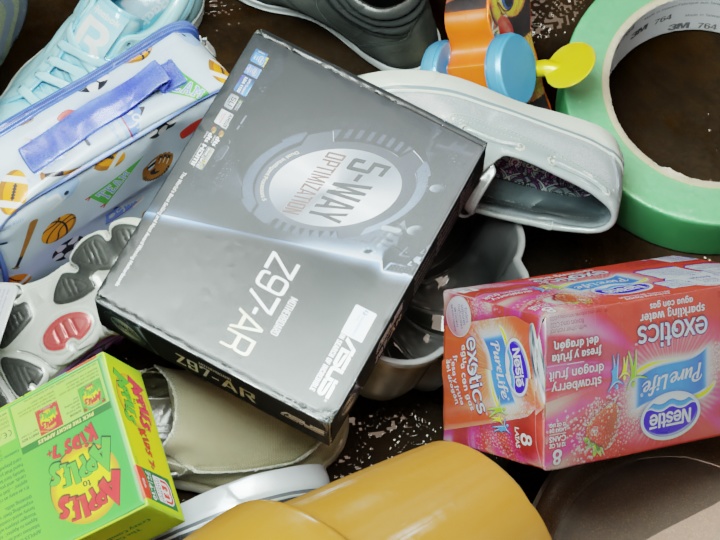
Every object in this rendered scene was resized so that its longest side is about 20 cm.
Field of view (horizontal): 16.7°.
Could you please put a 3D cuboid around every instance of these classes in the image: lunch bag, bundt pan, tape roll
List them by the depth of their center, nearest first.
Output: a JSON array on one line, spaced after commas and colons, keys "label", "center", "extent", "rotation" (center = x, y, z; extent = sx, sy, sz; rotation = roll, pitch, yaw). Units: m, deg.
[{"label": "lunch bag", "center": [-0.162, -0.071, 1.536], "extent": [0.199, 0.161, 0.076], "rotation": [-34, 72, -16]}, {"label": "bundt pan", "center": [0.000, 0.000, 1.540], "extent": [0.200, 0.076, 0.203], "rotation": [9, 49, -11]}, {"label": "tape roll", "center": [0.231, -0.111, 1.638], "extent": [0.199, 0.048, 0.202], "rotation": [1, 65, -3]}]

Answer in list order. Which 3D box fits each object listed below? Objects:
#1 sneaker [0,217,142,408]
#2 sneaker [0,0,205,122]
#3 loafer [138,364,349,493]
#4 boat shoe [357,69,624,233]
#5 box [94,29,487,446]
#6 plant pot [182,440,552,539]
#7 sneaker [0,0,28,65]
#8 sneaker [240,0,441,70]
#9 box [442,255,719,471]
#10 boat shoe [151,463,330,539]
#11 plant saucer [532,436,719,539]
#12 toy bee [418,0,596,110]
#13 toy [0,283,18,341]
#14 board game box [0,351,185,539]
[{"label": "sneaker", "center": [-0.185, 0.039, 1.520], "extent": [0.199, 0.083, 0.081], "rotation": [-25, 76, 13]}, {"label": "sneaker", "center": [-0.179, -0.144, 1.611], "extent": [0.074, 0.082, 0.200], "rotation": [34, 68, 13]}, {"label": "loafer", "center": [-0.105, 0.096, 1.514], "extent": [0.198, 0.068, 0.076], "rotation": [-4, 66, -5]}, {"label": "boat shoe", "center": [0.071, -0.069, 1.521], "extent": [0.199, 0.070, 0.072], "rotation": [12, 43, -11]}, {"label": "box", "center": [-0.040, -0.022, 1.448], "extent": [0.159, 0.044, 0.201], "rotation": [28, 72, 9]}, {"label": "plant pot", "center": [0.011, 0.197, 1.420], "extent": [0.183, 0.201, 0.200], "rotation": [-34, 71, -33]}, {"label": "sneaker", "center": [-0.262, -0.101, 1.518], "extent": [0.081, 0.074, 0.201], "rotation": [21, 77, 50]}, {"label": "sneaker", "center": [-0.031, -0.210, 1.640], "extent": [0.199, 0.099, 0.071], "rotation": [31, 69, 12]}, {"label": "box", "center": [0.154, 0.053, 1.474], "extent": [0.199, 0.099, 0.096], "rotation": [-8, 102, -36]}, {"label": "boat shoe", "center": [-0.106, 0.175, 1.484], "extent": [0.199, 0.069, 0.057], "rotation": [-21, 74, -6]}, {"label": "plant saucer", "center": [0.196, 0.187, 1.509], "extent": [0.198, 0.032, 0.202], "rotation": [2, 65, -3]}, {"label": "toy bee", "center": [0.093, -0.148, 1.587], "extent": [0.130, 0.201, 0.109], "rotation": [17, 44, 22]}, {"label": "toy", "center": [-0.294, 0.065, 1.494], "extent": [0.199, 0.047, 0.116], "rotation": [3, 66, 29]}, {"label": "board game box", "center": [-0.210, 0.141, 1.449], "extent": [0.199, 0.048, 0.102], "rotation": [-28, 63, 15]}]
